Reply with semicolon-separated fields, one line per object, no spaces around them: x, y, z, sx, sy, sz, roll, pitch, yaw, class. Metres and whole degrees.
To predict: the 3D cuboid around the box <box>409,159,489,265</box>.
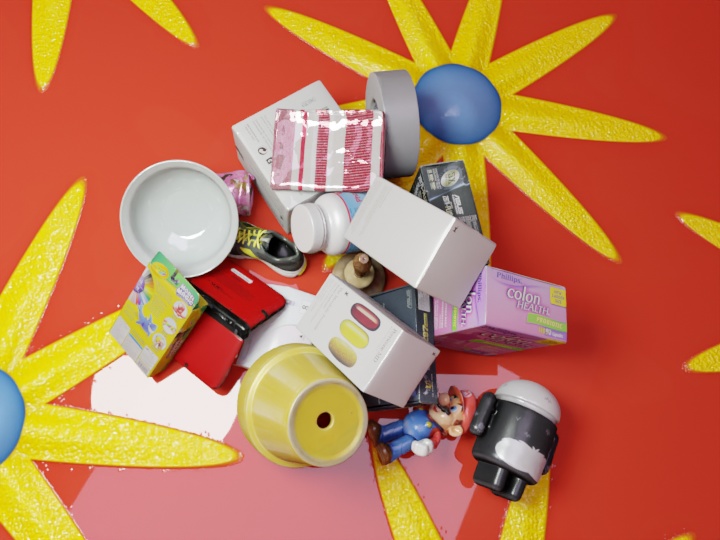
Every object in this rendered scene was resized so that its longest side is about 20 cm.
0.156;-0.075;1.143;0.085;0.164;0.202;-9;73;-9;box

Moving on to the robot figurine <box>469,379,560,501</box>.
0.267;0.289;1.063;0.124;0.150;0.201;16;69;30;robot figurine

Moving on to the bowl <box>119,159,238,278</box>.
-0.312;-0.095;1.082;0.199;0.090;0.203;-2;104;-8;bowl

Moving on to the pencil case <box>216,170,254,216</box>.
-0.300;-0.145;1.160;0.198;0.087;0.083;-1;50;-7;pencil case

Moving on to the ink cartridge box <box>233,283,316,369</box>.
-0.180;0.101;1.113;0.198;0.057;0.164;19;72;-5;ink cartridge box

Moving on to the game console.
-0.263;0.080;1.104;0.199;0.119;0.172;32;40;20;game console

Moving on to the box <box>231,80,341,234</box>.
-0.109;-0.215;1.176;0.199;0.131;0.200;-32;79;-14;box

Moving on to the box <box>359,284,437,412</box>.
0.055;0.137;1.062;0.051;0.157;0.202;16;66;-40;box

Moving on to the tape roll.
0.058;-0.279;1.178;0.065;0.200;0.202;-7;73;-7;tape roll

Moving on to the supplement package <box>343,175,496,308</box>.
0.090;-0.048;0.984;0.200;0.121;0.120;37;99;47;supplement package

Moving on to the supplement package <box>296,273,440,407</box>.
0.009;0.110;0.988;0.200;0.109;0.114;35;92;46;supplement package

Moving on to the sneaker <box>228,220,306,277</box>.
-0.191;-0.056;1.141;0.198;0.085;0.075;19;70;-1;sneaker

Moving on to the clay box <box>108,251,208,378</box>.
-0.339;0.072;1.041;0.115;0.048;0.200;45;115;12;clay box

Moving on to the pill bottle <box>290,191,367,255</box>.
-0.018;-0.087;1.093;0.198;0.109;0.110;-11;72;-33;pill bottle

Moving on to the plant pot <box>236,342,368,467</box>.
-0.082;0.223;0.979;0.199;0.189;0.203;1;88;-22;plant pot

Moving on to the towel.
-0.057;-0.210;1.070;0.198;0.023;0.146;2;85;6;towel

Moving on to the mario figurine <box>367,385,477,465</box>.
0.110;0.252;1.066;0.198;0.106;0.124;-22;74;-11;mario figurine

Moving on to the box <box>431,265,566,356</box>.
0.218;0.078;1.056;0.174;0.200;0.098;14;69;-27;box

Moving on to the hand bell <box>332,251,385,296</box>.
0.000;0.000;1.077;0.103;0.200;0.105;0;81;-2;hand bell
